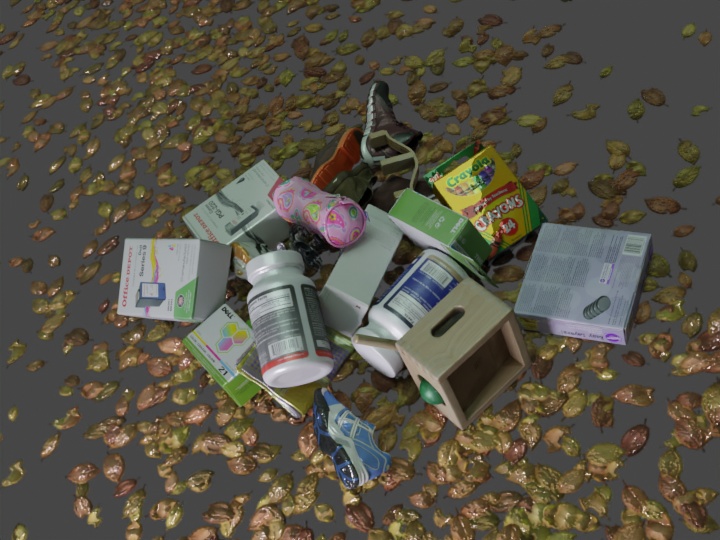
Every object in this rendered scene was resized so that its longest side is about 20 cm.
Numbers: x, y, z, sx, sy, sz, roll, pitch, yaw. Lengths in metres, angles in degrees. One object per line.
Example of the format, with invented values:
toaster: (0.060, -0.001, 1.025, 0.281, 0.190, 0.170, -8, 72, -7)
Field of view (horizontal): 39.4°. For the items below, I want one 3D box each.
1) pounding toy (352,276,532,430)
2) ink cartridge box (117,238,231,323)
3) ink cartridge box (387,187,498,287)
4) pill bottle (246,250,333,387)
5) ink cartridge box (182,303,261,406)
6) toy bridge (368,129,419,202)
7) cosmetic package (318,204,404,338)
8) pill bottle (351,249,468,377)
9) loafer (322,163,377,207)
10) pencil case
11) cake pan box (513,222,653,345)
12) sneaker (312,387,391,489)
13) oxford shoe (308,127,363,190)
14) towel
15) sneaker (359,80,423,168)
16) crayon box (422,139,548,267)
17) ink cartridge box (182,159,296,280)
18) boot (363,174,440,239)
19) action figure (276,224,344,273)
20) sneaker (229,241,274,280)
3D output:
pounding toy: (0.128, 0.123, 1.530, 0.200, 0.184, 0.142, -41, 49, -12)
ink cartridge box: (-0.340, 0.018, 1.825, 0.199, 0.087, 0.146, 3, 84, 38)
ink cartridge box: (0.148, -0.054, 1.641, 0.200, 0.104, 0.059, 31, 81, 41)
pill bottle: (-0.118, 0.077, 1.614, 0.115, 0.116, 0.201, -17, 69, 9)
ink cartridge box: (-0.185, 0.113, 1.743, 0.200, 0.076, 0.148, -42, 49, -11)
toy bridge: (0.070, -0.196, 1.840, 0.067, 0.027, 0.200, -16, 46, -3)
cosmetic package: (0.000, 0.000, 1.703, 0.085, 0.108, 0.200, 28, 51, 0)
pill bottle: (0.084, 0.071, 1.637, 0.116, 0.116, 0.200, 31, 70, 38)
loafer: (-0.012, -0.145, 1.839, 0.076, 0.200, 0.068, -41, 86, 22)
pencil case: (-0.070, -0.103, 1.700, 0.087, 0.088, 0.200, -43, 33, -13)
cake pan box: (0.358, 0.014, 1.612, 0.183, 0.052, 0.201, 8, 57, 25)
sneaker: (-0.020, 0.258, 1.574, 0.077, 0.076, 0.200, -12, 42, -21)
oxford shoe: (-0.062, -0.192, 1.954, 0.073, 0.071, 0.200, -1, 46, 47)
towel: (-0.098, 0.134, 1.672, 0.143, 0.023, 0.200, 39, 62, 3)
sneaker: (0.069, -0.284, 1.967, 0.115, 0.076, 0.201, 0, 64, 17)
crayon box: (0.211, -0.123, 1.725, 0.127, 0.051, 0.200, -34, 76, -5)
ink cartridge box: (-0.219, -0.098, 1.922, 0.200, 0.085, 0.146, -38, 48, -6)
boot: (0.118, -0.150, 1.828, 0.166, 0.072, 0.200, 29, 72, 35)
action figure: (-0.082, -0.049, 1.817, 0.118, 0.102, 0.200, -20, 17, 24)
sneaker: (-0.155, 0.005, 1.798, 0.087, 0.076, 0.200, -6, 38, -40)
